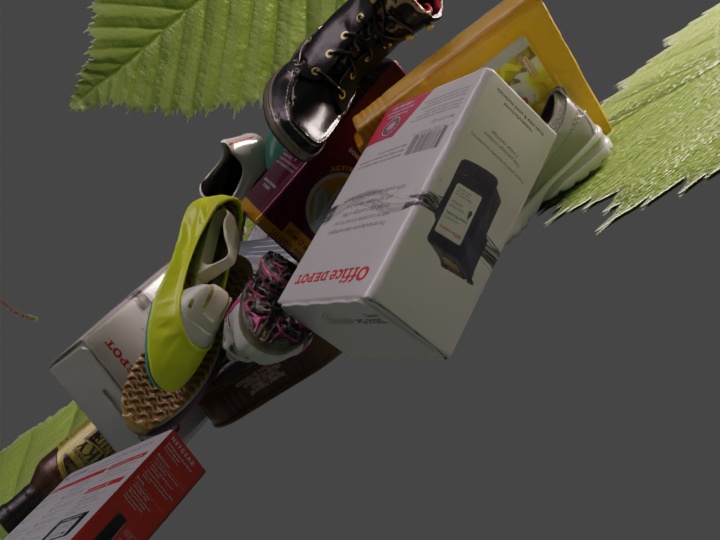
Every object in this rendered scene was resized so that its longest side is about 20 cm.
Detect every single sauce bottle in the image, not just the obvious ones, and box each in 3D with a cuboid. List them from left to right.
[{"bbox_3d":[-0.310,0.213,1.017,0.200,0.065,0.064,-43,12,-21],"label":"sauce bottle"}]

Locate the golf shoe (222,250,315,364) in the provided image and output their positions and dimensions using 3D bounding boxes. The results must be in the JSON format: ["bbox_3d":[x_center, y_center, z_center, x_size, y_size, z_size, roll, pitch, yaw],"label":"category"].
[{"bbox_3d":[-0.082,0.051,0.794,0.093,0.072,0.200,-56,6,10],"label":"golf shoe"}]

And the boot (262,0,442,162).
[{"bbox_3d":[-0.004,-0.194,0.814,0.150,0.073,0.201,-34,21,33],"label":"boot"}]

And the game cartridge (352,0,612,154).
[{"bbox_3d":[0.111,-0.129,0.834,0.199,0.176,0.033,-37,41,11],"label":"game cartridge"}]

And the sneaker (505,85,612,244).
[{"bbox_3d":[0.122,-0.080,0.804,0.199,0.083,0.075,-39,11,-11],"label":"sneaker"}]

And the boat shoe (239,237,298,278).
[{"bbox_3d":[-0.106,0.002,1.036,0.196,0.063,0.072,-1,25,25],"label":"boat shoe"}]

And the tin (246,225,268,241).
[{"bbox_3d":[-0.130,0.003,1.151,0.112,0.041,0.203,-35,31,60],"label":"tin"}]

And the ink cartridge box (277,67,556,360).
[{"bbox_3d":[0.041,-0.037,0.703,0.144,0.084,0.202,-8,49,60],"label":"ink cartridge box"}]

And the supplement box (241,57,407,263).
[{"bbox_3d":[-0.010,-0.097,0.902,0.201,0.110,0.086,-49,24,-1],"label":"supplement box"}]

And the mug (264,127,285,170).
[{"bbox_3d":[-0.030,-0.118,1.039,0.149,0.188,0.115,-4,25,13],"label":"mug"}]

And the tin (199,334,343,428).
[{"bbox_3d":[-0.076,0.082,0.889,0.198,0.042,0.112,-33,7,21],"label":"tin"}]

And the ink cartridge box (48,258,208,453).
[{"bbox_3d":[-0.203,0.088,0.967,0.082,0.148,0.200,-29,12,40],"label":"ink cartridge box"}]

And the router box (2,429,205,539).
[{"bbox_3d":[-0.248,0.230,0.776,0.199,0.049,0.180,-27,14,42],"label":"router box"}]

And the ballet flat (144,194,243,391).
[{"bbox_3d":[-0.145,0.011,0.838,0.066,0.067,0.203,-15,50,29],"label":"ballet flat"}]

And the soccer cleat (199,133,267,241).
[{"bbox_3d":[-0.164,-0.068,1.082,0.085,0.068,0.202,-10,-50,-57],"label":"soccer cleat"}]

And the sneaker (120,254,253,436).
[{"bbox_3d":[-0.157,0.083,0.893,0.202,0.074,0.091,-59,-16,-29],"label":"sneaker"}]
